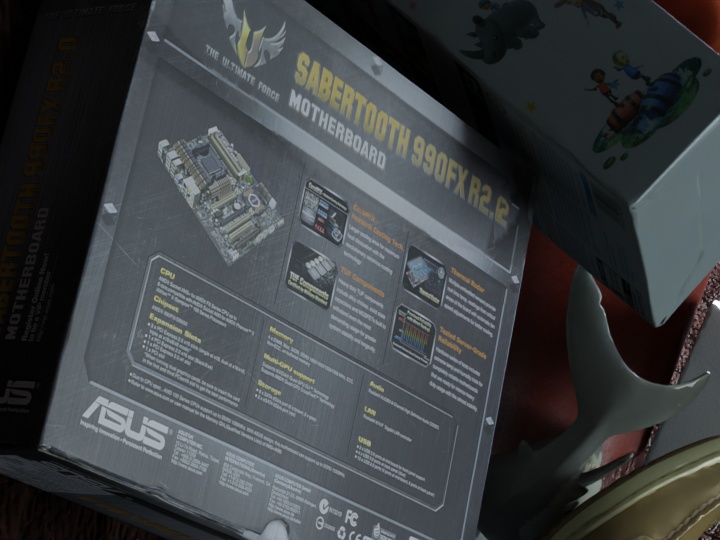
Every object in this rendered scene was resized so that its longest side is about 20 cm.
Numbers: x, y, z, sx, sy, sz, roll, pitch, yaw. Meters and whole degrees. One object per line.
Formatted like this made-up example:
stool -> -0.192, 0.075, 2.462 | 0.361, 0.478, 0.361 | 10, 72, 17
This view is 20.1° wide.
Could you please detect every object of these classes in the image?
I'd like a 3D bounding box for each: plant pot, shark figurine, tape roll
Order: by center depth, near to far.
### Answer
shark figurine -> 0.065, 0.080, 0.891 | 0.128, 0.089, 0.215 | -45, 169, -14
tape roll -> 0.149, 0.112, 0.989 | 0.203, 0.037, 0.204 | 24, 90, -80
plant pot -> 0.098, -0.016, 1.045 | 0.201, 0.200, 0.196 | -48, 153, -67

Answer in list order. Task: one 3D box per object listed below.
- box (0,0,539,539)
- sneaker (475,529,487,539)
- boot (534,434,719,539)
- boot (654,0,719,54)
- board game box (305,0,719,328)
box -> -0.028, 0.007, 0.618 | 0.200, 0.048, 0.159 | 31, 64, -48
sneaker -> 0.046, 0.120, 0.996 | 0.200, 0.081, 0.076 | 19, 59, -51
boot -> 0.118, 0.172, 0.815 | 0.200, 0.156, 0.073 | -33, 159, -19
boot -> 0.105, -0.158, 1.003 | 0.075, 0.200, 0.107 | -52, -179, 36
board game box -> 0.050, -0.081, 0.742 | 0.064, 0.200, 0.148 | -46, 161, -6
